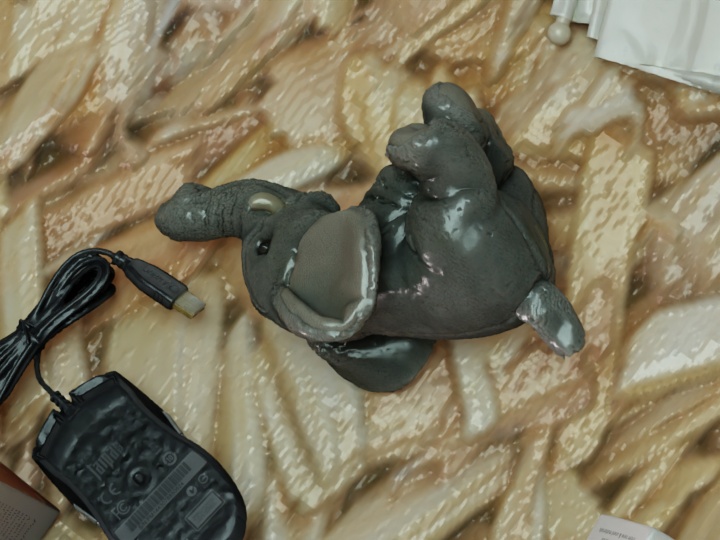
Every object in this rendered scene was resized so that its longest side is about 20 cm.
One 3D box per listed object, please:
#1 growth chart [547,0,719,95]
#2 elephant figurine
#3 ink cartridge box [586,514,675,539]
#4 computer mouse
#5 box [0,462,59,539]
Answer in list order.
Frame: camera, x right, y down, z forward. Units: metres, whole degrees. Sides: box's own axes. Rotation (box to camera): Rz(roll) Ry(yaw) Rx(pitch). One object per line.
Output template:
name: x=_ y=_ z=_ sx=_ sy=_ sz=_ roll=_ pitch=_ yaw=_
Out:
growth chart: x=0.204 y=-0.159 z=1.651 sx=0.199 sy=0.018 sz=0.145 roll=23 pitch=81 yaw=16
elephant figurine: x=0.000 y=0.000 z=1.608 sx=0.199 sy=0.155 sz=0.142 roll=-29 pitch=115 yaw=14
ink cartridge box: x=0.142 y=0.248 z=1.494 sx=0.145 sy=0.083 sz=0.201 roll=32 pitch=82 yaw=-13
computer mouse: x=-0.120 y=0.080 z=1.644 sx=0.200 sy=0.046 sz=0.141 roll=36 pitch=80 yaw=23
box: x=-0.275 y=0.112 z=1.580 sx=0.152 sy=0.200 sz=0.107 roll=36 pitch=86 yaw=18
